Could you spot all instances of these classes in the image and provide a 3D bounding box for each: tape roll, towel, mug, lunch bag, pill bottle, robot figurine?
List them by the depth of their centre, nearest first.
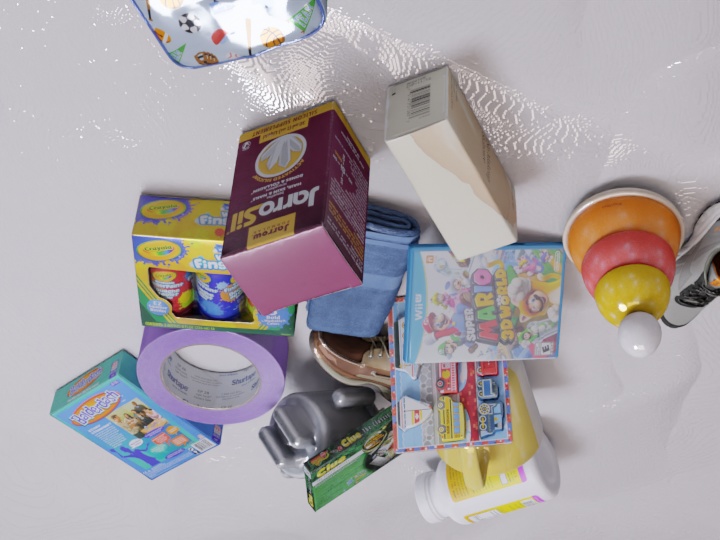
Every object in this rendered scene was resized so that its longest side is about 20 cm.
[{"bbox_3d":[-0.131,-0.294,1.334,0.197,0.076,0.161,-15,131,20],"label":"lunch bag"},{"bbox_3d":[0.000,0.000,1.649,0.110,0.049,0.201,11,135,-10],"label":"towel"},{"bbox_3d":[0.166,0.171,1.731,0.147,0.187,0.155,-19,128,-10],"label":"mug"},{"bbox_3d":[-0.196,0.119,1.777,0.196,0.066,0.202,2,136,2],"label":"tape roll"},{"bbox_3d":[-0.046,0.220,1.807,0.198,0.114,0.170,1,136,-49],"label":"robot figurine"},{"bbox_3d":[0.179,0.300,1.909,0.198,0.105,0.104,-22,131,25],"label":"pill bottle"}]

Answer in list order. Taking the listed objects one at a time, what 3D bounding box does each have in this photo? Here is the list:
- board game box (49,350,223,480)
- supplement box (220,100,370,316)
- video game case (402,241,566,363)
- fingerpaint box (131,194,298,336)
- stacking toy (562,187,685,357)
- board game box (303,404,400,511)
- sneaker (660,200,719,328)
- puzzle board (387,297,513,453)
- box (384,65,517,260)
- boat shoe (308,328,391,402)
[{"bbox_3d":[-0.316,0.209,1.896,0.151,0.045,0.200,-28,128,30],"label":"board game box"},{"bbox_3d":[-0.068,-0.070,1.471,0.129,0.202,0.104,-17,134,20],"label":"supplement box"},{"bbox_3d":[0.150,0.039,1.616,0.197,0.018,0.146,-1,104,-14],"label":"video game case"},{"bbox_3d":[-0.174,-0.003,1.640,0.196,0.074,0.168,4,137,0],"label":"fingerpaint box"},{"bbox_3d":[0.308,0.019,1.533,0.143,0.202,0.147,3,137,2],"label":"stacking toy"},{"bbox_3d":[0.013,0.233,1.757,0.198,0.023,0.105,-31,149,-21],"label":"board game box"},{"bbox_3d":[0.410,0.006,1.601,0.073,0.080,0.201,11,138,-10],"label":"sneaker"},{"bbox_3d":[0.109,0.122,1.663,0.148,0.203,0.017,-6,158,11],"label":"puzzle board"},{"bbox_3d":[0.103,-0.116,1.487,0.077,0.096,0.201,-17,134,21],"label":"box"},{"bbox_3d":[0.020,0.113,1.754,0.198,0.077,0.072,25,130,-33],"label":"boat shoe"}]
